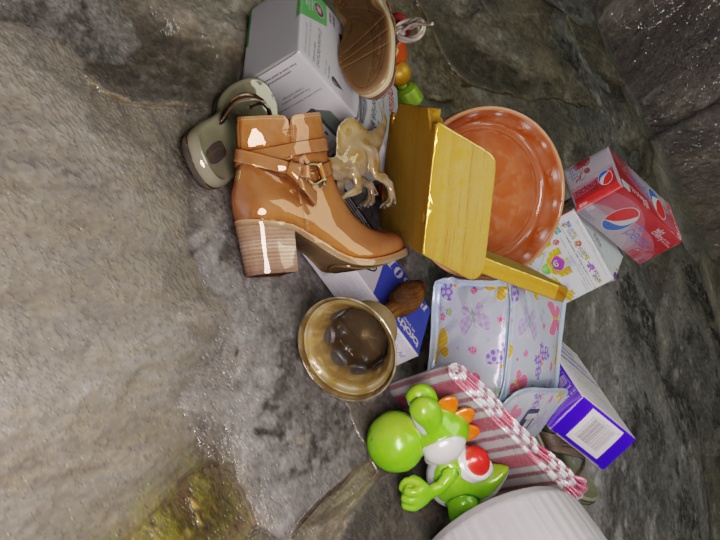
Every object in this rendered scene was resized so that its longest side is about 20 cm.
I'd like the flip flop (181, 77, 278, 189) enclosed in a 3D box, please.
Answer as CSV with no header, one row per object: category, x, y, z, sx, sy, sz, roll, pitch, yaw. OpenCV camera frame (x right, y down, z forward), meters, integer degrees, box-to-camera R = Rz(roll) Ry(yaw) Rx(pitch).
flip flop,-0.118,-0.142,1.218,0.082,0.057,0.200,58,25,-12

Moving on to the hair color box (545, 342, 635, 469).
hair color box,0.259,0.151,1.560,0.109,0.065,0.201,38,15,-28

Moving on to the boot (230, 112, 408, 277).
boot,-0.036,-0.076,1.199,0.198,0.073,0.157,-2,86,-40

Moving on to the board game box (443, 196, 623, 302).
board game box,0.222,-0.003,1.579,0.106,0.199,0.103,59,25,-6

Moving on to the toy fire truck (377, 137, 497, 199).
toy fire truck,0.108,-0.129,1.516,0.113,0.167,0.200,64,25,4

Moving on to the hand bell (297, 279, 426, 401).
hand bell,0.026,0.045,1.241,0.105,0.103,0.200,61,30,-4

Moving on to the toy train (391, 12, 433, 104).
toy train,0.045,-0.248,1.506,0.085,0.199,0.116,-41,119,-24

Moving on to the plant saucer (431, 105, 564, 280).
plant saucer,0.143,-0.090,1.425,0.201,0.200,0.032,55,-9,-17

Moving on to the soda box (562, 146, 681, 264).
soda box,0.333,-0.079,1.546,0.199,0.070,0.064,29,39,-49

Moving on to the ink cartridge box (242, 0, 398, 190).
ink cartridge box,-0.040,-0.209,1.405,0.200,0.083,0.147,44,31,-37

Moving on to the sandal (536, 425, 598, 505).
sandal,0.257,0.219,1.597,0.202,0.057,0.080,58,21,-6

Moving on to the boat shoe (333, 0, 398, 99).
boat shoe,0.018,-0.258,1.385,0.072,0.072,0.201,39,27,-40

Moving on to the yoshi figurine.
yoshi figurine,0.069,0.200,1.243,0.112,0.112,0.201,-43,127,-24

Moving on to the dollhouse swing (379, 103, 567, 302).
dollhouse swing,0.127,-0.074,1.293,0.200,0.173,0.184,-140,-125,-76

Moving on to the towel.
towel,0.128,0.172,1.270,0.200,0.146,0.030,45,63,-9

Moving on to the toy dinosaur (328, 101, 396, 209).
toy dinosaur,0.004,-0.115,1.294,0.200,0.058,0.102,-38,116,-51

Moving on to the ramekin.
ramekin,0.146,0.289,1.167,0.202,0.202,0.095,30,27,-50

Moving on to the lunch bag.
lunch bag,0.161,0.117,1.417,0.169,0.126,0.203,14,82,-58

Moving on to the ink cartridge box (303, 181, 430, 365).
ink cartridge box,0.000,0.000,1.327,0.201,0.044,0.094,54,28,-20
